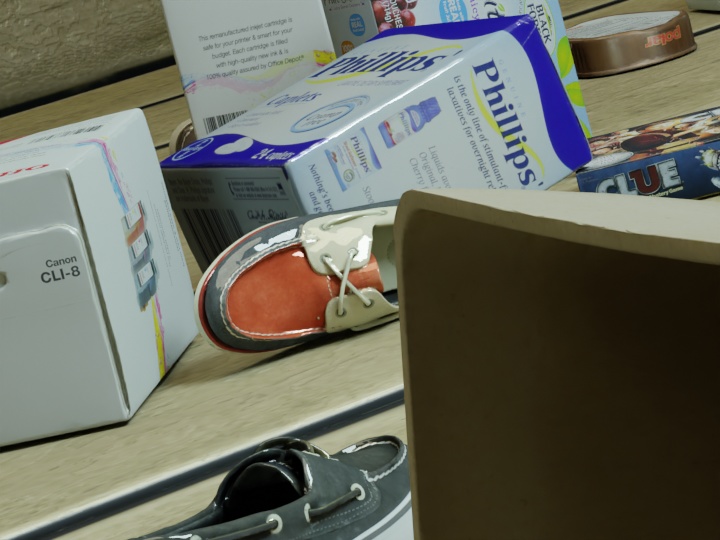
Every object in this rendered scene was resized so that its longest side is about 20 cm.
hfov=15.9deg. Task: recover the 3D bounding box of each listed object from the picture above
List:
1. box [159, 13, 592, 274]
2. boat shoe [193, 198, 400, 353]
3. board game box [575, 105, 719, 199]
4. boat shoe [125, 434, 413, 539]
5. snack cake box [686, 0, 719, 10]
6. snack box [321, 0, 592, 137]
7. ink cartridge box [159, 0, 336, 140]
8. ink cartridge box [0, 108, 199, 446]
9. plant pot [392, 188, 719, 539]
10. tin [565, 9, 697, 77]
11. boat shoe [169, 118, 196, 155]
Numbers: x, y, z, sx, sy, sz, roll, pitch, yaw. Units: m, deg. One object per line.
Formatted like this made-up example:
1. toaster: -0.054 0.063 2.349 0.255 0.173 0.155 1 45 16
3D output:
1. box: 0.007 -0.068 1.612 0.199 0.105 0.184 -32 17 -25
2. boat shoe: 0.000 0.000 1.457 0.199 0.072 0.062 -16 12 -31
3. board game box: 0.234 -0.080 1.641 0.199 0.035 0.136 -14 10 5
4. boat shoe: -0.028 0.096 0.984 0.068 0.057 0.200 -9 11 29
5. snack cake box: 0.428 -0.315 2.573 0.199 0.068 0.115 -16 11 -8
6. snack box: 0.067 -0.162 1.859 0.168 0.201 0.068 -21 12 -34
7. ink cartridge box: -0.067 -0.168 2.089 0.144 0.201 0.084 -9 11 26
8. ink cartridge box: -0.191 0.006 1.462 0.144 0.146 0.200 -12 10 10
9. plant pot: 0.127 0.081 0.496 0.176 0.201 0.200 -6 7 -18
10. tin: 0.228 -0.207 2.361 0.111 0.042 0.200 -14 9 -23
11. boat shoe: -0.071 -0.133 2.289 0.199 0.072 0.059 -23 18 -22
